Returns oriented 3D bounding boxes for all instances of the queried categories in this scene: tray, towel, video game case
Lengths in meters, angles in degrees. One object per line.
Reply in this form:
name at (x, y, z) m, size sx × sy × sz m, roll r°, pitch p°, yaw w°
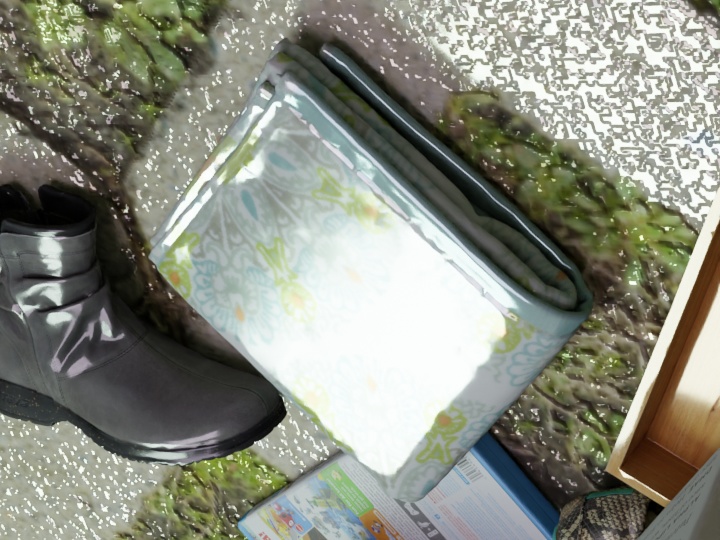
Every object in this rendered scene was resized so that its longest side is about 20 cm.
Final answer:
tray at (0.187, 0.045, 1.327) m, size 0.099 × 0.037 × 0.200 m, roll 32°, pitch 136°, yaw 15°
towel at (0.000, 0.000, 1.427) m, size 0.200 × 0.048 × 0.171 m, roll 44°, pitch 135°, yaw 5°
video game case at (0.033, 0.154, 1.555) m, size 0.143 × 0.018 × 0.200 m, roll 49°, pitch 139°, yaw -5°

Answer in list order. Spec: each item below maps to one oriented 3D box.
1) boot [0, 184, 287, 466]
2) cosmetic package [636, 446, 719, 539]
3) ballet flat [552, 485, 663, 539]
boot at (-0.138, 0.026, 1.556) m, size 0.200 × 0.070 × 0.132 m, roll 8°, pitch 122°, yaw 29°
cosmetic package at (0.170, 0.217, 1.299) m, size 0.165 × 0.200 × 0.165 m, roll 34°, pitch 131°, yaw -2°
ballet flat at (0.169, 0.194, 1.446) m, size 0.075 × 0.068 × 0.200 m, roll -20°, pitch 106°, yaw 33°
